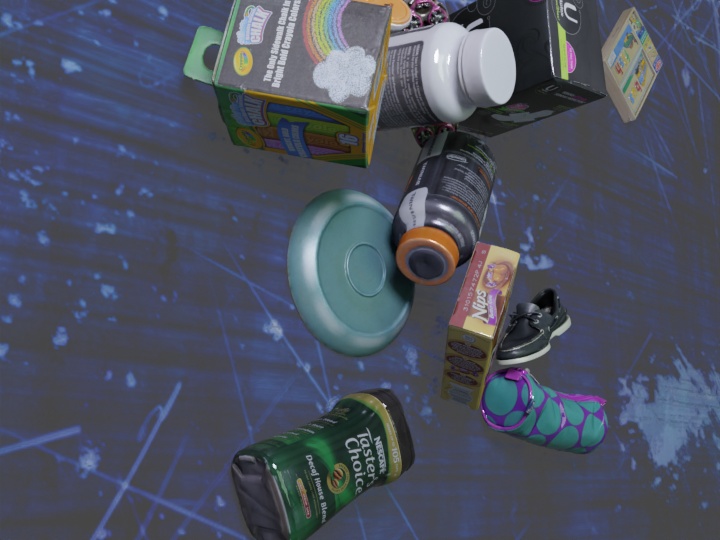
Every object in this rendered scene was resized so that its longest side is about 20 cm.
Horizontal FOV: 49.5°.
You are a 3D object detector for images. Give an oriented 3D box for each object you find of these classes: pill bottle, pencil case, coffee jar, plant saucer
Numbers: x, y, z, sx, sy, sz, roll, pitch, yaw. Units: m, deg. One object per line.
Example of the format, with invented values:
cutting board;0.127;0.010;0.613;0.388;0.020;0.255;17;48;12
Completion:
pill bottle;0.073;-0.223;0.905;0.110;0.198;0.112;-3;94;-51
pencil case;0.259;0.196;1.084;0.199;0.085;0.093;23;95;-39
coffee jar;-0.031;0.199;0.816;0.199;0.085;0.105;-21;96;-43
plant saucer;0.000;0.000;0.924;0.199;0.027;0.203;10;74;-41
pill bottle;0.100;-0.073;0.948;0.106;0.106;0.201;49;40;-24

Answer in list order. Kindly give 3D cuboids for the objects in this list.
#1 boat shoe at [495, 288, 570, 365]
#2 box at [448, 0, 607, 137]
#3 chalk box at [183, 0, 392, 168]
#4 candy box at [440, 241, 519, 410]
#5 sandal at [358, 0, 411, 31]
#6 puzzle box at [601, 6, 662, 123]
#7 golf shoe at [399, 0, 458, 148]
boat shoe;0.238;0.073;1.091;0.199;0.074;0.067;-24;103;-48
box;0.207;-0.284;1.051;0.123;0.199;0.150;3;80;-42
chalk box;-0.076;-0.201;0.801;0.198;0.124;0.126;11;71;4
candy box;0.141;0.073;0.941;0.201;0.056;0.117;83;27;-57
sandal;-0.029;-0.343;0.888;0.205;0.059;0.080;20;51;-7
puzzle box;0.506;-0.387;1.467;0.133;0.025;0.201;52;52;-24
golf shoe;0.090;-0.258;1.023;0.072;0.092;0.202;-7;110;-2
